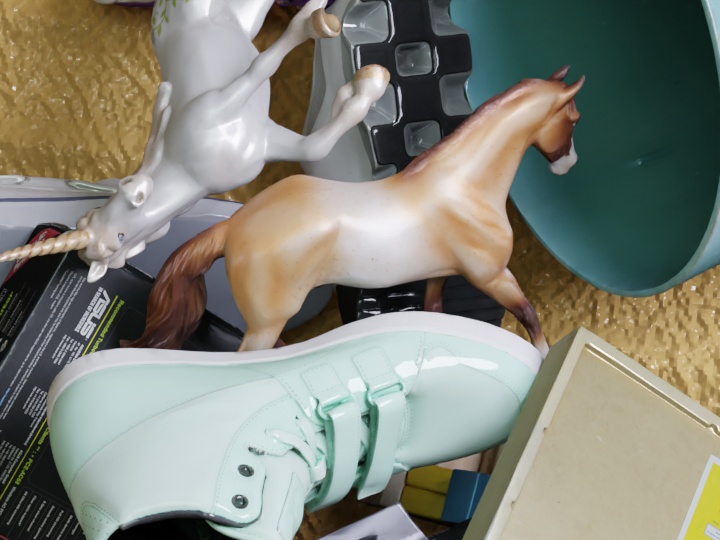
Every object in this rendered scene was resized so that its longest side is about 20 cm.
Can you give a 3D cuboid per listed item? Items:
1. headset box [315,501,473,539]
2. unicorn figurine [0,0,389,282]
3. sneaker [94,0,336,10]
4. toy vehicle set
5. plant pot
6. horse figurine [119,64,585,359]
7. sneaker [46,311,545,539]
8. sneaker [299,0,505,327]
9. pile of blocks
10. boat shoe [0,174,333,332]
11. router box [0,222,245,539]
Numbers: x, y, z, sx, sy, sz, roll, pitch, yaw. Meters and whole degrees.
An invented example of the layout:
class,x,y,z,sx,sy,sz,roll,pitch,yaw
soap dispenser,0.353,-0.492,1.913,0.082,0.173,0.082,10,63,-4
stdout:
class,x,y,z,sx,sy,sz,roll,pitch,yaw
headset box,0.032,0.193,0.909,0.148,0.075,0.201,-23,93,-19
unicorn figurine,-0.059,-0.076,0.955,0.137,0.074,0.200,-32,30,26
sneaker,-0.039,-0.141,1.068,0.199,0.083,0.081,0,59,25
toy vehicle set,0.137,0.126,0.892,0.200,0.027,0.125,34,58,-8
plant pot,0.154,-0.108,0.964,0.160,0.201,0.201,-18,75,-24
horse figurine,0.000,0.000,0.937,0.199,0.133,0.050,-10,34,-7
sneaker,-0.015,0.080,0.886,0.199,0.074,0.118,-6,36,-10
sneaker,0.013,-0.029,1.028,0.074,0.088,0.201,-1,89,-26
pile of blocks,0.098,0.091,0.992,0.199,0.082,0.062,12,82,13
boat shoe,-0.111,-0.015,1.054,0.199,0.071,0.070,1,35,-7
router box,-0.118,0.101,1.000,0.150,0.062,0.201,32,85,-23
